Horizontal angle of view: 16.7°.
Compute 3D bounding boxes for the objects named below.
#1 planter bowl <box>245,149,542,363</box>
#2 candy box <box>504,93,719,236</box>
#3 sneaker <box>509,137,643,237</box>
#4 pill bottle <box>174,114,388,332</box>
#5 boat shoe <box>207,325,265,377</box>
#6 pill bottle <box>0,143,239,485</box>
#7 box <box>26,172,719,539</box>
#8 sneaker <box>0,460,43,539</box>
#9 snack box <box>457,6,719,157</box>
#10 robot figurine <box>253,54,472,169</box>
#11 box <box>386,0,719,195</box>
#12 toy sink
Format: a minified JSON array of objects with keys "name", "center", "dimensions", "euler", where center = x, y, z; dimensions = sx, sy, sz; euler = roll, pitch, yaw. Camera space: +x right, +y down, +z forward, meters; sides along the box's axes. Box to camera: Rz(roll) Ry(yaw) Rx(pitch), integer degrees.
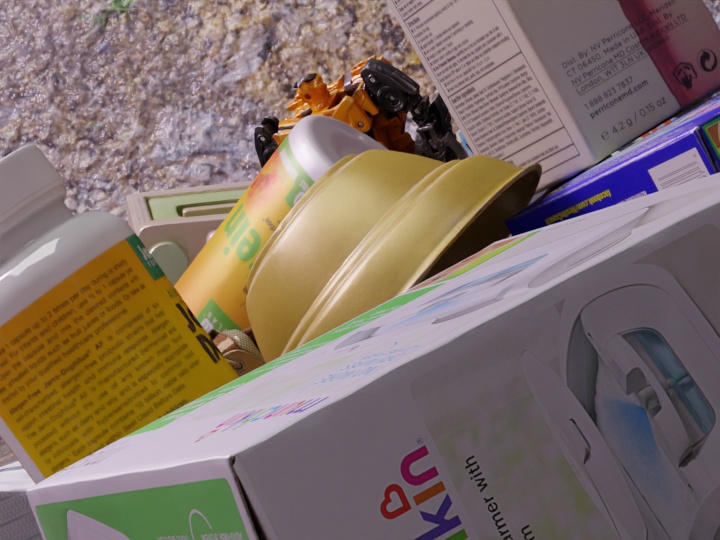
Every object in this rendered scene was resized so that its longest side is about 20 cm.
[{"name":"planter bowl","center":[0.000,0.000,1.261],"dimensions":[0.201,0.083,0.201],"euler":[-49,-10,-11]},{"name":"candy box","center":[0.201,-0.055,1.244],"dimensions":[0.199,0.077,0.169],"euler":[-31,2,-33]},{"name":"sneaker","center":[0.096,-0.012,1.422],"dimensions":[0.198,0.080,0.130],"euler":[-25,1,3]},{"name":"pill bottle","center":[-0.047,0.018,1.441],"dimensions":[0.200,0.111,0.111],"euler":[-52,-5,18]},{"name":"boat shoe","center":[-0.074,0.065,1.328],"dimensions":[0.199,0.074,0.075],"euler":[-24,39,-36]},{"name":"pill bottle","center":[-0.134,0.043,1.200],"dimensions":[0.112,0.201,0.113],"euler":[-36,0,0]},{"name":"box","center":[0.026,0.059,0.653],"dimensions":[0.176,0.097,0.200],"euler":[-26,3,-21]},{"name":"sneaker","center":[-0.171,0.130,1.406],"dimensions":[0.199,0.073,0.071],"euler":[-17,20,8]},{"name":"snack box","center":[0.161,-0.072,1.522],"dimensions":[0.199,0.117,0.037],"euler":[-25,3,46]},{"name":"robot figurine","center":[0.026,-0.049,1.533],"dimensions":[0.144,0.200,0.058],"euler":[-25,24,35]},{"name":"box","center":[0.093,-0.154,1.323],"dimensions":[0.109,0.201,0.128],"euler":[-30,2,-22]},{"name":"toy sink","center":[-0.084,0.009,1.634],"dimensions":[0.129,0.113,0.200],"euler":[-6,15,-6]}]
